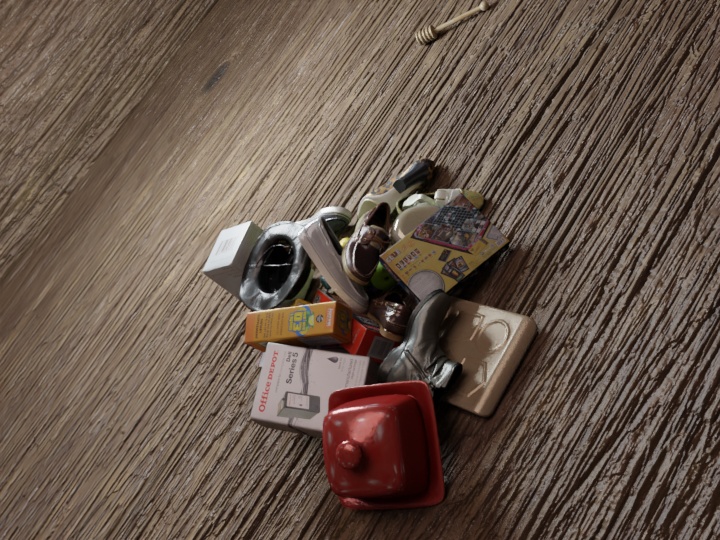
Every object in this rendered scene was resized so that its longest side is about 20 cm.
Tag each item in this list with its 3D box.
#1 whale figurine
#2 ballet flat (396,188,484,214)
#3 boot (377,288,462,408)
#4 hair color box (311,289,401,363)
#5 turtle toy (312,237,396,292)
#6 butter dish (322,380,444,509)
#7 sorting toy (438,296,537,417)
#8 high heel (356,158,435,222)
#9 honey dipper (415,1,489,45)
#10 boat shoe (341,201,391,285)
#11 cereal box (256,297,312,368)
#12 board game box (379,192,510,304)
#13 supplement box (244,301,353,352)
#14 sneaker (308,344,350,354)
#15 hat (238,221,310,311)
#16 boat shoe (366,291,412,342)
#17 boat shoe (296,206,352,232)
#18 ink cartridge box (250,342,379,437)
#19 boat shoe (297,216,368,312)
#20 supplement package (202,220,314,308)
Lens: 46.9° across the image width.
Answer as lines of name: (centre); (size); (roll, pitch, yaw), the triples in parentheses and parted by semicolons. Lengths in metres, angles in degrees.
whale figurine: (0.131, -0.025, 1.590); (0.159, 0.104, 0.201); (-14, 64, -4)
ballet flat: (0.154, -0.135, 1.682); (0.200, 0.071, 0.071); (-6, 53, 43)
boot: (0.128, 0.140, 1.408); (0.130, 0.068, 0.200); (28, 83, 42)
hair color box: (-0.011, 0.108, 1.587); (0.200, 0.101, 0.061); (33, 102, 53)
turtle toy: (0.000, 0.000, 1.670); (0.200, 0.146, 0.101); (-13, 70, 40)
butter dish: (0.012, 0.283, 1.310); (0.199, 0.148, 0.201); (-11, 81, 28)
sorting toy: (0.186, 0.144, 1.421); (0.200, 0.036, 0.185); (17, 70, 47)
high heel: (0.080, -0.171, 1.822); (0.142, 0.071, 0.200); (-37, 1, -42)
honey dipper: (0.232, -0.623, 2.085); (0.199, 0.038, 0.038); (-19, 44, 27)
boat shoe: (0.021, -0.057, 1.564); (0.072, 0.072, 0.200); (-46, 15, 40)
cereal box: (-0.156, 0.134, 1.682); (0.200, 0.039, 0.144); (158, 133, -74)
board game box: (0.153, -0.033, 1.516); (0.200, 0.035, 0.136); (-37, 68, -12)
supplement box: (-0.114, 0.104, 1.530); (0.199, 0.069, 0.067); (-9, 65, 26)
sneaker: (-0.066, 0.143, 1.648); (0.200, 0.073, 0.115); (-8, 49, 42)
hat: (-0.155, 0.004, 1.682); (0.200, 0.081, 0.201); (-21, 54, 31)
boat shoe: (0.060, 0.074, 1.534); (0.200, 0.070, 0.071); (-137, 60, -74)
boat shoe: (-0.099, -0.074, 1.892); (0.200, 0.075, 0.093); (-20, 50, 44)
ink cartridge box: (-0.081, 0.220, 1.491); (0.199, 0.084, 0.146); (6, 71, 17)
boat shoe: (-0.037, -0.014, 1.586); (0.068, 0.072, 0.200); (-38, 80, 16)
supplement package: (-0.221, 0.004, 1.818); (0.117, 0.200, 0.118); (-14, 46, 45)
